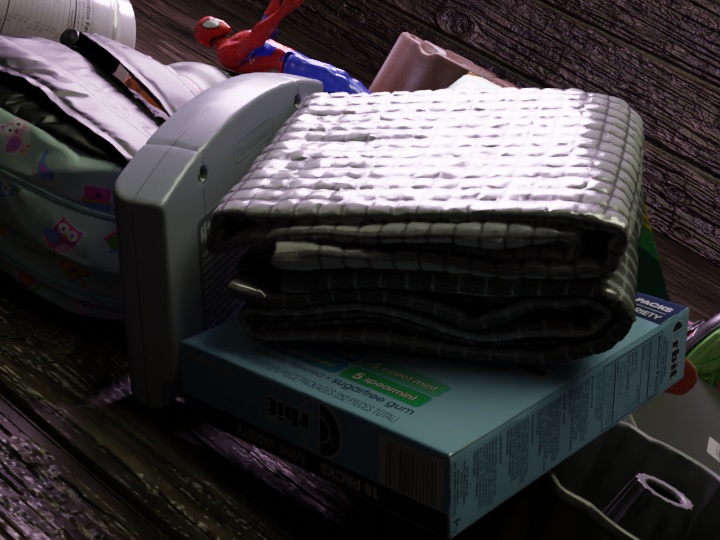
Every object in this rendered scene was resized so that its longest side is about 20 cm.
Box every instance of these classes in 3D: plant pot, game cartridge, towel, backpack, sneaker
[{"bbox_3d":[0.067,-0.121,1.324,0.200,0.199,0.200,26,13,-6],"label":"plant pot"},{"bbox_3d":[-0.071,-0.031,0.703,0.041,0.134,0.200,13,28,16],"label":"game cartridge"},{"bbox_3d":[0.041,-0.024,0.654,0.199,0.086,0.166,0,28,15],"label":"towel"},{"bbox_3d":[-0.171,-0.062,0.759,0.200,0.127,0.167,31,27,26],"label":"backpack"},{"bbox_3d":[0.254,0.071,1.007,0.076,0.084,0.200,-4,-24,-11],"label":"sneaker"}]

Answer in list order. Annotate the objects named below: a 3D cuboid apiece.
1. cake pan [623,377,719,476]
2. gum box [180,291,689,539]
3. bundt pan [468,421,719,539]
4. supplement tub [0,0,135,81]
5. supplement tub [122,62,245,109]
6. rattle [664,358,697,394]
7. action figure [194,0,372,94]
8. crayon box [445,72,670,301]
[{"bbox_3d":[0.231,0.135,0.862,0.200,0.037,0.201,29,29,-17],"label":"cake pan"},{"bbox_3d":[0.040,0.045,0.654,0.170,0.045,0.200,18,28,39],"label":"gum box"},{"bbox_3d":[0.140,0.144,0.674,0.201,0.076,0.202,26,13,-6],"label":"bundt pan"},{"bbox_3d":[-0.297,-0.197,1.042,0.200,0.132,0.132,16,16,-41],"label":"supplement tub"},{"bbox_3d":[-0.111,-0.098,1.040,0.122,0.123,0.200,32,13,22],"label":"supplement tub"},{"bbox_3d":[0.111,0.048,0.862,0.200,0.143,0.130,59,-5,47],"label":"rattle"},{"bbox_3d":[-0.032,-0.178,0.999,0.199,0.099,0.065,19,8,14],"label":"action figure"},{"bbox_3d":[0.144,-0.044,1.007,0.200,0.058,0.173,36,-26,52],"label":"crayon box"}]
